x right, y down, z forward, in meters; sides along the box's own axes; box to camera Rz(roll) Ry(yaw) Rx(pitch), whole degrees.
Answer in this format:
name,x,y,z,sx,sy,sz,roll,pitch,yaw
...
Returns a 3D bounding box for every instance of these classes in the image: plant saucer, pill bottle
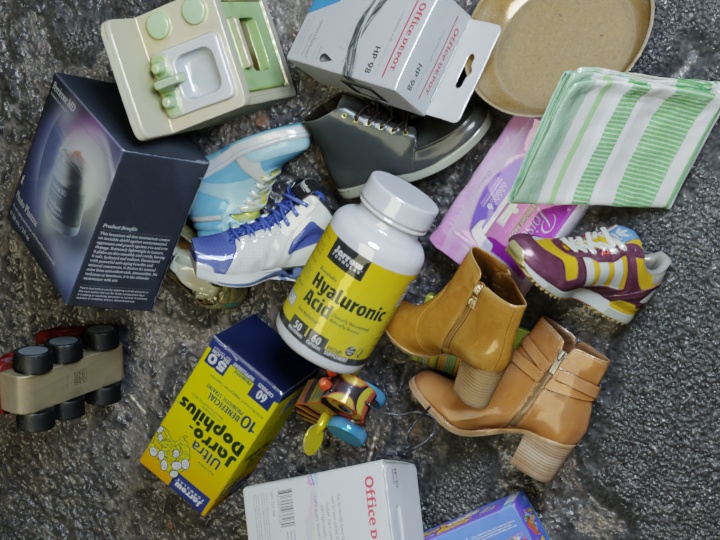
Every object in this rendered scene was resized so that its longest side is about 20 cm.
name,x,y,z,sx,sy,sz,roll,pitch,yaw
plant saucer,0.200,-0.234,1.225,0.199,0.035,0.202,-13,62,24
pill bottle,0.000,0.000,1.303,0.111,0.111,0.201,33,108,12

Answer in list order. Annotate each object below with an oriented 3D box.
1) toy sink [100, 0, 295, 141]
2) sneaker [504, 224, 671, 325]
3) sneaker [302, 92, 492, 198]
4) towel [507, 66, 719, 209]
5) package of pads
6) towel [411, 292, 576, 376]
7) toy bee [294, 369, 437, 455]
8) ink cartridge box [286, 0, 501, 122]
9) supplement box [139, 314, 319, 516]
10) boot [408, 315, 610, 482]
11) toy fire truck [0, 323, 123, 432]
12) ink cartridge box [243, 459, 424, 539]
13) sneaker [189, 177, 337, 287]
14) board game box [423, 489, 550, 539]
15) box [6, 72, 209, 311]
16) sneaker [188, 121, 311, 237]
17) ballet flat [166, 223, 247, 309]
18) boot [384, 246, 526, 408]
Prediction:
name,x,y,z,sx,sy,sz,roll,pitch,yaw
toy sink,-0.168,-0.228,1.328,0.111,0.200,0.131,-16,95,25
sneaker,0.230,-0.015,1.235,0.090,0.199,0.075,-53,44,19
sneaker,0.036,-0.154,1.312,0.199,0.075,0.107,-21,118,26
towel,0.253,-0.123,1.188,0.023,0.198,0.153,59,139,43
package of pads,0.176,-0.077,1.289,0.120,0.076,0.201,39,113,12
towel,0.156,0.095,1.371,0.198,0.018,0.087,20,114,16
toy bee,-0.016,0.137,1.371,0.199,0.132,0.109,-23,127,37
ink cartridge box,0.033,-0.236,1.262,0.199,0.067,0.117,23,86,38
supplement box,-0.157,0.172,1.463,0.109,0.109,0.201,37,113,11
boot,0.163,0.116,1.334,0.199,0.074,0.156,28,107,15
toy fire truck,-0.419,0.134,1.534,0.199,0.176,0.130,9,106,31
ink cartridge box,-0.030,0.311,1.427,0.199,0.085,0.149,-14,74,27
sneaker,-0.091,-0.047,1.361,0.198,0.081,0.116,1,113,-21
board game box,0.132,0.356,1.422,0.199,0.045,0.135,-28,90,25
box,-0.298,-0.092,1.414,0.200,0.123,0.200,43,117,41
sneaker,-0.119,-0.086,1.409,0.199,0.079,0.132,-21,92,34
ballet flat,-0.223,-0.021,1.471,0.199,0.071,0.071,38,113,11
boot,0.098,0.035,1.295,0.201,0.070,0.145,43,127,42
